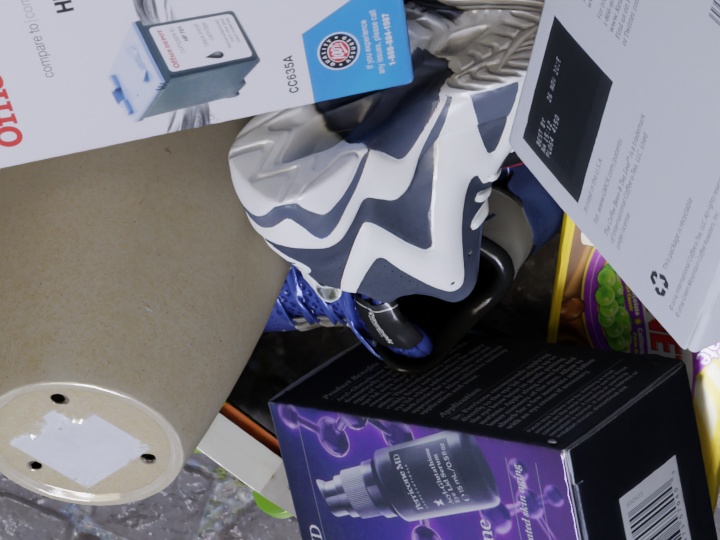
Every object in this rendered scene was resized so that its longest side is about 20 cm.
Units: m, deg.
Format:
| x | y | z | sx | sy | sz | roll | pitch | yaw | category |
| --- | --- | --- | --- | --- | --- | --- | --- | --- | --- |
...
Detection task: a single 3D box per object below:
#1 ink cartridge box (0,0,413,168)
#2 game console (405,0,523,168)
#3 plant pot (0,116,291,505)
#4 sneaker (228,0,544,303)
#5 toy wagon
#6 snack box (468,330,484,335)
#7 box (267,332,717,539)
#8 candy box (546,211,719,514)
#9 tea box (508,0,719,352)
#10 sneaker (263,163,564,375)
| x | y | z | sx | sy | sz | roll | pitch | yaw | category |
| --- | --- | --- | --- | --- | --- | --- | --- | --- | --- |
| -0.087 | -0.134 | 0.934 | 0.199 | 0.086 | 0.147 | -13 | 143 | -1 | ink cartridge box |
| 0.067 | -0.138 | 1.040 | 0.177 | 0.031 | 0.200 | 29 | 130 | -27 | game console |
| -0.115 | 0.003 | 1.037 | 0.187 | 0.200 | 0.188 | 3 | 140 | 2 | plant pot |
| 0.043 | -0.053 | 1.027 | 0.079 | 0.199 | 0.130 | 45 | 166 | 35 | sneaker |
| -0.108 | 0.067 | 1.205 | 0.200 | 0.155 | 0.040 | 35 | 85 | 29 | toy wagon |
| 0.076 | 0.136 | 1.242 | 0.116 | 0.037 | 0.200 | 21 | 124 | 4 | snack box |
| 0.069 | 0.120 | 1.109 | 0.200 | 0.104 | 0.148 | 4 | 116 | 43 | box |
| 0.148 | 0.030 | 1.135 | 0.102 | 0.026 | 0.201 | 9 | 110 | 7 | candy box |
| 0.186 | -0.105 | 0.857 | 0.134 | 0.196 | 0.200 | 52 | 150 | 30 | tea box |
| 0.001 | 0.000 | 1.134 | 0.199 | 0.115 | 0.081 | -12 | 116 | 24 | sneaker |
